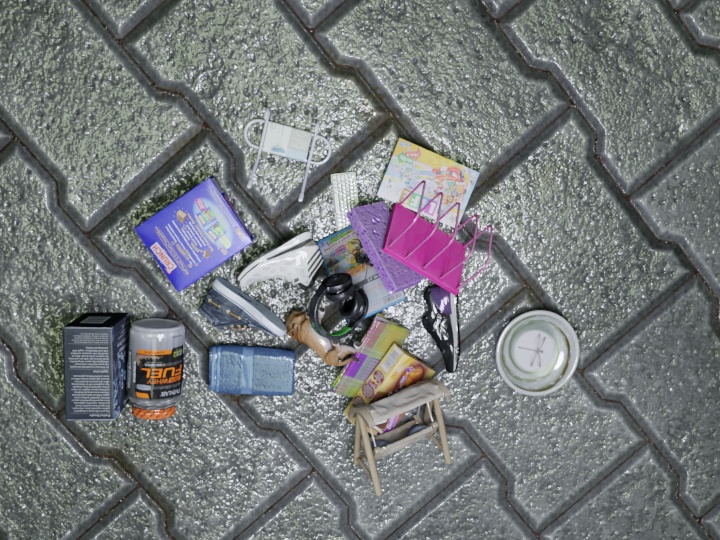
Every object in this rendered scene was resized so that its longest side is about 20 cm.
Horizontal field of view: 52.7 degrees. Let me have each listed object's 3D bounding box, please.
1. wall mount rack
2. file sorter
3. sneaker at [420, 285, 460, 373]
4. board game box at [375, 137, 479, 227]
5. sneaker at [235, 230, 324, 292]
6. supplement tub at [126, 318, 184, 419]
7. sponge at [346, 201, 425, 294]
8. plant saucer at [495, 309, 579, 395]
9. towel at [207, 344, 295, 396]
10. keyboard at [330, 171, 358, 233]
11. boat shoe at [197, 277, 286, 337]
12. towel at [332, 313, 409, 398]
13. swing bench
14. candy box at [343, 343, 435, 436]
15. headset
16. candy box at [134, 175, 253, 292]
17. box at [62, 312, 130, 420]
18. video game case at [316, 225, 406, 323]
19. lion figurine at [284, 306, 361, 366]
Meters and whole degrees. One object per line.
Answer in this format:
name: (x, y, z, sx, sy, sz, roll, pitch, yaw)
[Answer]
wall mount rack: (-0.166, -0.251, 1.574, 0.197, 0.075, 0.176, 14, 97, -5)
file sorter: (0.171, -0.075, 1.554, 0.198, 0.140, 0.125, 30, 138, -16)
sneaker: (0.184, 0.134, 1.668, 0.086, 0.076, 0.203, -2, 95, 11)
board game box: (0.150, -0.195, 1.624, 0.197, 0.034, 0.136, 21, 97, -7)
sneaker: (-0.170, 0.009, 1.601, 0.199, 0.076, 0.116, -31, 84, -1)
supplement tub: (-0.452, 0.215, 1.600, 0.120, 0.123, 0.203, 3, 99, -4)
sponge: (0.055, -0.051, 1.566, 0.030, 0.111, 0.202, -38, 75, 39)
plant saucer: (0.407, 0.188, 1.691, 0.197, 0.050, 0.204, -1, 98, -4)
towel: (-0.247, 0.227, 1.654, 0.197, 0.049, 0.114, 5, 98, -4)
keyboard: (-0.029, -0.118, 1.636, 0.055, 0.011, 0.203, -6, 99, -3)
boat shoe: (-0.264, 0.108, 1.624, 0.199, 0.071, 0.091, 35, 99, 4)
towel: (0.026, 0.198, 1.642, 0.143, 0.023, 0.202, 24, 99, -51)
swing bench: (0.086, 0.345, 1.592, 0.196, 0.130, 0.203, -16, 117, -21)
candy box: (0.066, 0.277, 1.656, 0.116, 0.056, 0.201, 33, 94, -38)
headset: (-0.037, 0.050, 1.537, 0.201, 0.093, 0.124, -52, 126, -15)
candy box: (-0.360, -0.080, 1.586, 0.199, 0.077, 0.170, -33, 100, 0)
box: (-0.568, 0.205, 1.577, 0.105, 0.148, 0.203, 1, 99, -4)
video game case: (0.000, 0.000, 1.604, 0.142, 0.018, 0.202, -24, 76, 9)
lion figurine: (-0.087, 0.156, 1.598, 0.200, 0.072, 0.123, 49, 137, 17)
